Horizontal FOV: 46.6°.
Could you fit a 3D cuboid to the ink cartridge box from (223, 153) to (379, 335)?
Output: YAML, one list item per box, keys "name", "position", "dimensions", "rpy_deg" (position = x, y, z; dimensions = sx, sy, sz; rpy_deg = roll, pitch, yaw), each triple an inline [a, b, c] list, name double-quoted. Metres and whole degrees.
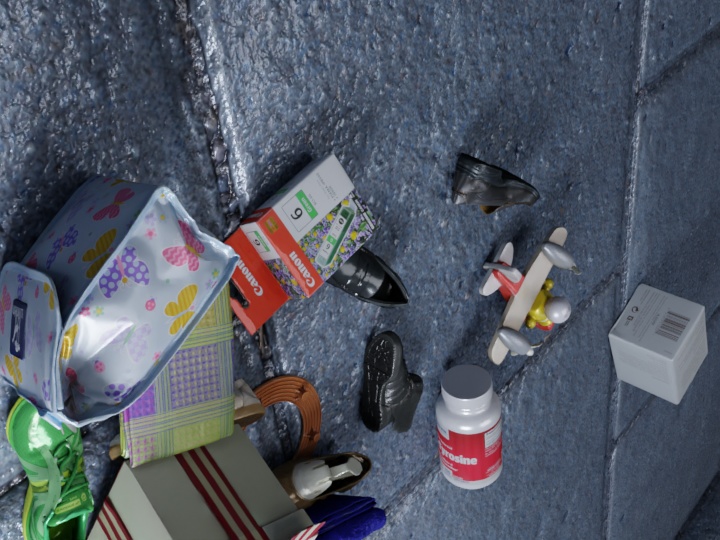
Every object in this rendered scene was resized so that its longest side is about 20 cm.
- name: "ink cartridge box"
  position: [-0.077, -0.031, 0.961]
  dimensions: [0.200, 0.050, 0.110]
  rpy_deg: [-45, 111, -28]

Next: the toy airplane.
- name: "toy airplane"
  position: [0.290, 0.042, 1.415]
  dimensions: [0.198, 0.140, 0.203]
  rpy_deg: [-23, 125, -43]

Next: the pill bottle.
- name: "pill bottle"
  position: [0.185, 0.264, 1.421]
  dimensions: [0.112, 0.111, 0.202]
  rpy_deg: [-36, 133, -35]

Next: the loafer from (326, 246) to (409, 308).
- name: "loafer"
  position: [0.000, 0.000, 1.089]
  dimensions: [0.200, 0.070, 0.069]
  rpy_deg: [33, 81, -52]

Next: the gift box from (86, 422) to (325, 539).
- name: "gift box"
  position: [-0.157, 0.294, 0.905]
  dimensions: [0.198, 0.187, 0.186]
  rpy_deg: [-13, 142, -44]

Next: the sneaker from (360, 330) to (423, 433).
- name: "sneaker"
  position: [0.053, 0.167, 1.255]
  dimensions: [0.103, 0.060, 0.203]
  rpy_deg: [-19, 127, -44]

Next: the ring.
- name: "ring"
  position: [-0.118, 0.236, 1.106]
  dimensions: [0.199, 0.019, 0.203]
  rpy_deg: [-28, 129, -41]

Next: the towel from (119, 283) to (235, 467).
- name: "towel"
  position: [-0.194, 0.088, 0.876]
  dimensions: [0.142, 0.023, 0.204]
  rpy_deg: [-9, 97, -44]

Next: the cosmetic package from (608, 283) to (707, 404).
- name: "cosmetic package"
  position: [0.711, 0.175, 1.990]
  dimensions: [0.168, 0.165, 0.201]
  rpy_deg: [-50, 139, -20]

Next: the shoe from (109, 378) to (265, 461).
- name: "shoe"
  position: [-0.198, 0.169, 0.949]
  dimensions: [0.198, 0.070, 0.054]
  rpy_deg: [-10, 71, -45]

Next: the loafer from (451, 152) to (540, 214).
- name: "loafer"
  position: [0.205, -0.122, 1.294]
  dimensions: [0.198, 0.073, 0.073]
  rpy_deg: [13, 107, -44]

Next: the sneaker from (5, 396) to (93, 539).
- name: "sneaker"
  position: [-0.291, 0.201, 0.816]
  dimensions: [0.074, 0.083, 0.203]
  rpy_deg: [-22, 123, -43]

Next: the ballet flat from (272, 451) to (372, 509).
- name: "ballet flat"
  position: [-0.051, 0.279, 1.129]
  dimensions: [0.199, 0.072, 0.069]
  rpy_deg: [5, 61, -53]

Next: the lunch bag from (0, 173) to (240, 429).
- name: "lunch bag"
  position: [-0.229, 0.024, 0.720]
  dimensions: [0.127, 0.169, 0.201]
  rpy_deg: [44, 73, -34]

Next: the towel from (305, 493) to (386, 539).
- name: "towel"
  position: [-0.077, 0.338, 1.112]
  dimensions: [0.199, 0.146, 0.050]
  rpy_deg: [-5, 92, -50]
